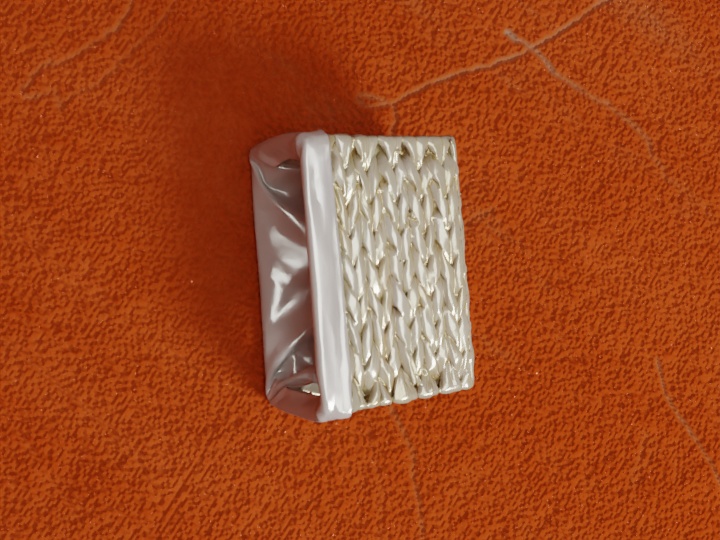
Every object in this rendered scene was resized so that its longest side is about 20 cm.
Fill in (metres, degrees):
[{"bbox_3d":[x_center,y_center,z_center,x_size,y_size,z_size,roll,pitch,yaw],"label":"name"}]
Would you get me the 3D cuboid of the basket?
[{"bbox_3d":[0.000,0.000,1.094,0.122,0.135,0.202,-4,92,-20],"label":"basket"}]
